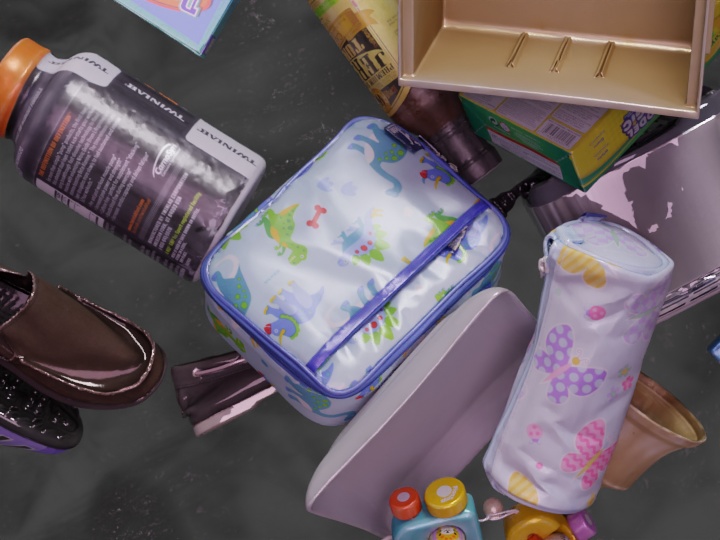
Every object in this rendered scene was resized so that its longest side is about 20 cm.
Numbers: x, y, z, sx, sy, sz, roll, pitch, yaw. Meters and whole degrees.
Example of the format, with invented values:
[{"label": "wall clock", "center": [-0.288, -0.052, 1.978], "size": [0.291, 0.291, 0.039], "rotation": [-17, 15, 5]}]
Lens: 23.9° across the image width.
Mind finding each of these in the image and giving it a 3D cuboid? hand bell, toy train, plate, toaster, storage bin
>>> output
[{"label": "hand bell", "center": [0.160, 0.173, 1.270], "size": [0.103, 0.104, 0.201], "rotation": [32, 105, -3]}, {"label": "toy train", "center": [0.093, 0.228, 1.231], "size": [0.198, 0.056, 0.151], "rotation": [19, 121, -19]}, {"label": "plate", "center": [0.052, 0.101, 1.211], "size": [0.200, 0.199, 0.032], "rotation": [-48, 65, 2]}, {"label": "toaster", "center": [0.206, -0.038, 1.231], "size": [0.198, 0.114, 0.130], "rotation": [-28, 96, 1]}, {"label": "storage bin", "center": [0.131, -0.217, 1.086], "size": [0.198, 0.094, 0.201], "rotation": [8, 122, 15]}]

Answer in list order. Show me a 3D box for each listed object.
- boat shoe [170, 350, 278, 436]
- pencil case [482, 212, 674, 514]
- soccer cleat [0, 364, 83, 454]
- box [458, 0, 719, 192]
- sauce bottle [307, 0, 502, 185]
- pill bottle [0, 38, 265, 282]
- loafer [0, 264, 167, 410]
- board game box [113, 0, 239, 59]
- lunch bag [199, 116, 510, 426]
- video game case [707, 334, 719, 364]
[{"label": "boat shoe", "center": [-0.048, 0.054, 1.256], "size": [0.198, 0.067, 0.057], "rotation": [-28, 87, -2]}, {"label": "pencil case", "center": [0.147, 0.066, 1.164], "size": [0.090, 0.083, 0.202], "rotation": [0, 116, -28]}, {"label": "soccer cleat", "center": [-0.304, 0.098, 1.267], "size": [0.198, 0.068, 0.074], "rotation": [22, 118, -7]}, {"label": "box", "center": [0.177, -0.156, 1.204], "size": [0.200, 0.049, 0.117], "rotation": [-46, 49, -13]}, {"label": "sauce bottle", "center": [0.032, -0.150, 1.244], "size": [0.064, 0.065, 0.201], "rotation": [-36, 92, 2]}, {"label": "pill bottle", "center": [-0.176, -0.086, 1.225], "size": [0.199, 0.106, 0.107], "rotation": [32, 93, -2]}, {"label": "loafer", "center": [-0.237, 0.043, 1.242], "size": [0.198, 0.071, 0.074], "rotation": [20, 68, -2]}, {"label": "board game box", "center": [-0.127, -0.281, 1.243], "size": [0.151, 0.045, 0.201], "rotation": [32, 93, -2]}, {"label": "lunch bag", "center": [0.000, 0.000, 1.203], "size": [0.200, 0.083, 0.161], "rotation": [-41, 71, -20]}, {"label": "video game case", "center": [0.381, 0.081, 1.287], "size": [0.143, 0.018, 0.200], "rotation": [-44, 93, 3]}]
